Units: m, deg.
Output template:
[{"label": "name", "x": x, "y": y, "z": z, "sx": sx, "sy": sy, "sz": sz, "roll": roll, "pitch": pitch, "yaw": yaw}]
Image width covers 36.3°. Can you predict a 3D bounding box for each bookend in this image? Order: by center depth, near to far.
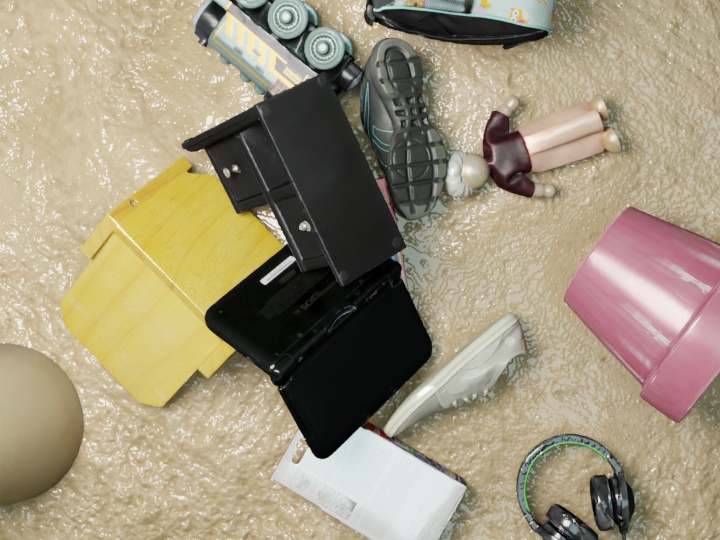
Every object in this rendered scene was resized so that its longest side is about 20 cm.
[{"label": "bookend", "x": -0.076, "y": -0.085, "z": 1.179, "sx": 0.092, "sy": 0.200, "sz": 0.199, "roll": -31, "pitch": 102, "yaw": -30}]

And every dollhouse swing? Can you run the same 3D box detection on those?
[{"label": "dollhouse swing", "x": -0.212, "y": 0.023, "z": 1.262, "sx": 0.200, "sy": 0.176, "sz": 0.182, "roll": 44, "pitch": 51, "yaw": 0}]

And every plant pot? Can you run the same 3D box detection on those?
[{"label": "plant pot", "x": 0.327, "y": 0.034, "z": 1.183, "sx": 0.179, "sy": 0.200, "sz": 0.200, "roll": 37, "pitch": 92, "yaw": 15}, {"label": "plant pot", "x": -0.421, "y": 0.182, "z": 1.190, "sx": 0.186, "sy": 0.200, "sz": 0.188, "roll": 0, "pitch": 92, "yaw": 2}]

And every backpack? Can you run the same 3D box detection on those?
[{"label": "backpack", "x": 0.116, "y": -0.315, "z": 1.174, "sx": 0.199, "sy": 0.176, "sz": 0.154, "roll": 14, "pitch": 96, "yaw": -3}]

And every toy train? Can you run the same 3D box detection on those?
[{"label": "toy train", "x": -0.095, "y": -0.253, "z": 1.229, "sx": 0.200, "sy": 0.085, "sz": 0.114, "roll": 40, "pitch": 102, "yaw": 0}]

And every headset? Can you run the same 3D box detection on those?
[{"label": "headset", "x": 0.259, "y": 0.280, "z": 1.231, "sx": 0.123, "sy": 0.094, "sz": 0.200, "roll": -35, "pitch": 85, "yaw": 3}]

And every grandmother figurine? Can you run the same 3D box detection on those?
[{"label": "grandmother figurine", "x": 0.184, "y": -0.137, "z": 1.237, "sx": 0.199, "sy": 0.061, "sz": 0.122, "roll": -22, "pitch": 83, "yaw": -1}]

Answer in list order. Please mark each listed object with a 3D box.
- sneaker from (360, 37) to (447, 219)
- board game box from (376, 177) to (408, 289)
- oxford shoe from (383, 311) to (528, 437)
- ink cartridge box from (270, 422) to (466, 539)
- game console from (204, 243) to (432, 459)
[{"label": "sneaker", "x": 0.044, "y": -0.155, "z": 1.230, "sx": 0.075, "sy": 0.079, "sz": 0.201, "roll": -8, "pitch": 90, "yaw": -25}, {"label": "board game box", "x": 0.000, "y": 0.000, "z": 1.264, "sx": 0.102, "sy": 0.019, "sz": 0.201, "roll": -10, "pitch": 92, "yaw": 3}, {"label": "oxford shoe", "x": 0.111, "y": 0.128, "z": 1.240, "sx": 0.200, "sy": 0.075, "sz": 0.058, "roll": -39, "pitch": 89, "yaw": -2}, {"label": "ink cartridge box", "x": 0.010, "y": 0.239, "z": 1.258, "sx": 0.199, "sy": 0.050, "sz": 0.109, "roll": 30, "pitch": 93, "yaw": 1}, {"label": "game console", "x": -0.042, "y": 0.070, "z": 1.202, "sx": 0.176, "sy": 0.117, "sz": 0.200, "roll": 33, "pitch": 56, "yaw": 25}]
